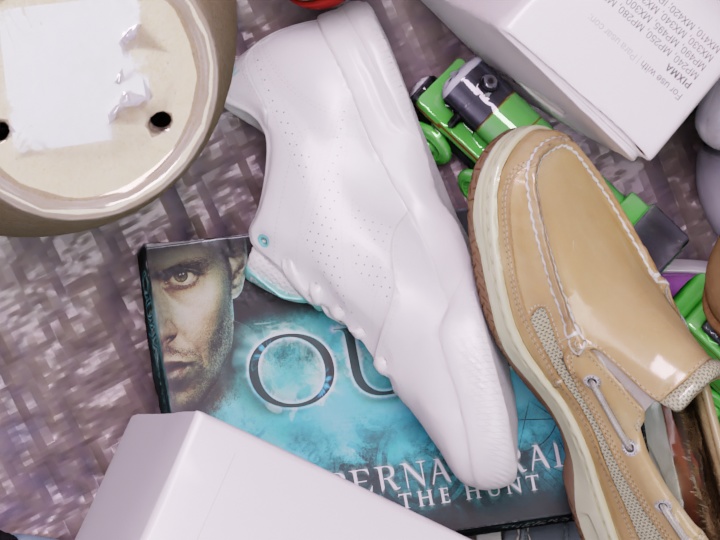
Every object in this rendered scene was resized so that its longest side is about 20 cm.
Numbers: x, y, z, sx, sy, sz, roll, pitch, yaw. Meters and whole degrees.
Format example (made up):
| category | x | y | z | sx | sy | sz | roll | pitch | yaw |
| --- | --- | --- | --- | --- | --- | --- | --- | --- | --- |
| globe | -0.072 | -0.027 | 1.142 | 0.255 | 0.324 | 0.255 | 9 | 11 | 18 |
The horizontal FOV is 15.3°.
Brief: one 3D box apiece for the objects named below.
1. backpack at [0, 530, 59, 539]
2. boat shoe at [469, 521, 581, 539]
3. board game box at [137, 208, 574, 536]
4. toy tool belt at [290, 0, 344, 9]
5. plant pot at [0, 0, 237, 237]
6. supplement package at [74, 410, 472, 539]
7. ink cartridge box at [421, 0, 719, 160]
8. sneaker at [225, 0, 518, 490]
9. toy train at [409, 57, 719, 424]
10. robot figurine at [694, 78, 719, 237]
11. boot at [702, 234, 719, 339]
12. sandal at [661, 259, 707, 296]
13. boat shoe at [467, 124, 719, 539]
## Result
| category | x | y | z | sx | sy | sz | roll | pitch | yaw |
| --- | --- | --- | --- | --- | --- | --- | --- | --- | --- |
| backpack | -0.085 | 0.195 | 1.088 | 0.200 | 0.154 | 0.163 | 17 | 81 | -34 |
| boat shoe | 0.070 | 0.194 | 1.163 | 0.062 | 0.073 | 0.200 | -1 | 101 | -13 |
| board game box | 0.016 | 0.044 | 1.092 | 0.200 | 0.028 | 0.135 | -7 | 76 | -16 |
| toy tool belt | -0.029 | -0.208 | 0.979 | 0.123 | 0.125 | 0.200 | 21 | 83 | -48 |
| plant pot | -0.120 | -0.087 | 0.955 | 0.187 | 0.200 | 0.188 | -4 | 106 | -15 |
| supplement package | -0.010 | 0.146 | 0.988 | 0.200 | 0.120 | 0.121 | 26 | 80 | -13 |
| ink cartridge box | 0.121 | -0.154 | 1.039 | 0.084 | 0.145 | 0.200 | 39 | 91 | -21 |
| sneaker | 0.000 | 0.000 | 1.058 | 0.088 | 0.075 | 0.200 | -21 | 83 | 3 |
| toy train | 0.099 | -0.013 | 1.084 | 0.200 | 0.056 | 0.042 | 43 | 66 | 1 |
| robot figurine | 0.205 | -0.075 | 1.104 | 0.169 | 0.113 | 0.200 | 7 | 103 | -37 |
| boot | 0.159 | -0.082 | 0.960 | 0.175 | 0.066 | 0.200 | -47 | 137 | -7 |
| sandal | 0.158 | 0.035 | 1.156 | 0.202 | 0.050 | 0.083 | -8 | 105 | -13 |
| boat shoe | 0.107 | 0.034 | 1.024 | 0.072 | 0.076 | 0.200 | -39 | 116 | -32 |
